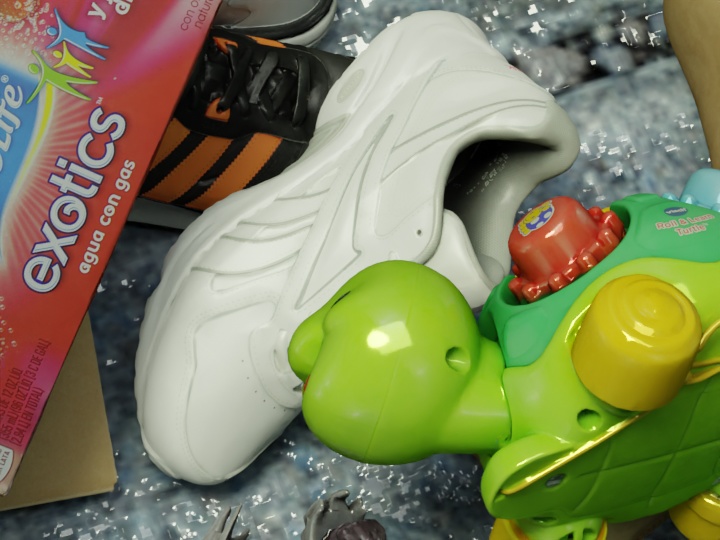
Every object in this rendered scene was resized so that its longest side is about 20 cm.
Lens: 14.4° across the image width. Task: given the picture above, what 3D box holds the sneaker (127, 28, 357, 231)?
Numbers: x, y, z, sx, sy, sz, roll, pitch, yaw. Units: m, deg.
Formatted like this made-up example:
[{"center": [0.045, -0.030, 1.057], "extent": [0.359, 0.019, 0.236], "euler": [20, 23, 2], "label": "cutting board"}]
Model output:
[{"center": [-0.064, -0.061, 1.064], "extent": [0.199, 0.090, 0.070], "euler": [1, 65, -4], "label": "sneaker"}]

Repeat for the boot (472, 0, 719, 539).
[{"center": [0.109, -0.011, 1.072], "extent": [0.200, 0.066, 0.175], "euler": [-33, 72, -17], "label": "boot"}]

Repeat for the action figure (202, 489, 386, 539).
[{"center": [0.000, 0.146, 0.988], "extent": [0.199, 0.069, 0.131], "euler": [15, 74, 6], "label": "action figure"}]

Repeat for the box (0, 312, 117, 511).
[{"center": [-0.197, 0.015, 1.009], "extent": [0.199, 0.021, 0.164], "euler": [-10, 100, -9], "label": "box"}]

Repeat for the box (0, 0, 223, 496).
[{"center": [-0.126, -0.038, 0.954], "extent": [0.095, 0.100, 0.201], "euler": [23, 91, -14], "label": "box"}]

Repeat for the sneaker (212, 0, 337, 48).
[{"center": [-0.104, -0.134, 1.080], "extent": [0.199, 0.115, 0.076], "euler": [4, 64, -4], "label": "sneaker"}]

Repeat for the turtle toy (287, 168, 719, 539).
[{"center": [0.074, 0.030, 0.951], "extent": [0.199, 0.146, 0.101], "euler": [-11, 54, -26], "label": "turtle toy"}]

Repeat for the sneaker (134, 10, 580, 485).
[{"center": [0.000, 0.000, 1.017], "extent": [0.200, 0.078, 0.099], "euler": [-53, 46, -4], "label": "sneaker"}]
